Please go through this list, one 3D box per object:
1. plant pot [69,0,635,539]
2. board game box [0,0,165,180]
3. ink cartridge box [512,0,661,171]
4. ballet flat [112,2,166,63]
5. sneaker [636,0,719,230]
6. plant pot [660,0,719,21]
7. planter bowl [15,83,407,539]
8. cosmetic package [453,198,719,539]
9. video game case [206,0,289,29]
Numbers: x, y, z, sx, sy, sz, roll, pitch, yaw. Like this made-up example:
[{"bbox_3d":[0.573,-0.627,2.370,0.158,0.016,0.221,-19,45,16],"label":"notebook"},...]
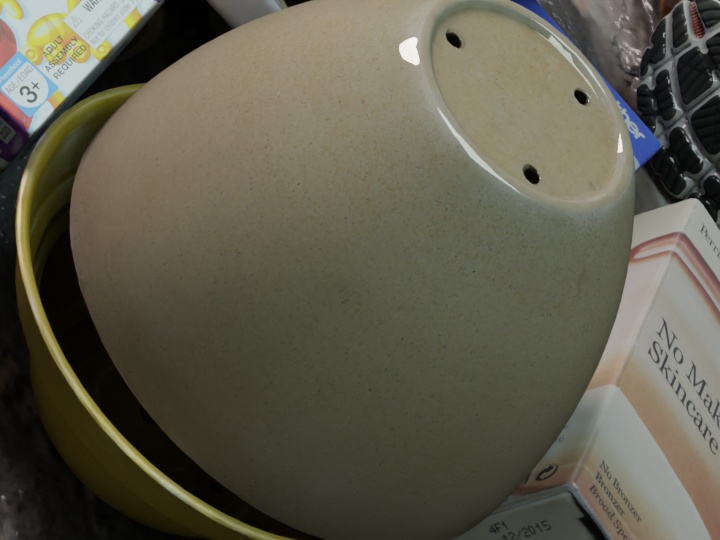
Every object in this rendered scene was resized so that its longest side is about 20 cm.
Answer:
[{"bbox_3d":[0.019,-0.021,0.982,0.200,0.134,0.200,25,43,-26],"label":"plant pot"},{"bbox_3d":[-0.177,-0.133,1.033,0.200,0.105,0.103,43,62,-5],"label":"board game box"},{"bbox_3d":[0.061,-0.068,1.275,0.119,0.042,0.200,49,37,3],"label":"ink cartridge box"},{"bbox_3d":[-0.150,-0.169,1.152,0.200,0.068,0.072,45,18,-2],"label":"ballet flat"},{"bbox_3d":[0.203,-0.041,1.369,0.085,0.077,0.200,-15,76,-60],"label":"sneaker"},{"bbox_3d":[0.235,-0.182,1.431,0.200,0.200,0.183,32,56,-18],"label":"plant pot"},{"bbox_3d":[-0.059,0.035,1.035,0.200,0.083,0.201,25,44,-26],"label":"planter bowl"},{"bbox_3d":[0.101,0.073,1.130,0.103,0.087,0.200,55,35,-21],"label":"cosmetic package"},{"bbox_3d":[-0.085,-0.167,1.149,0.182,0.023,0.200,56,3,11],"label":"video game case"}]
